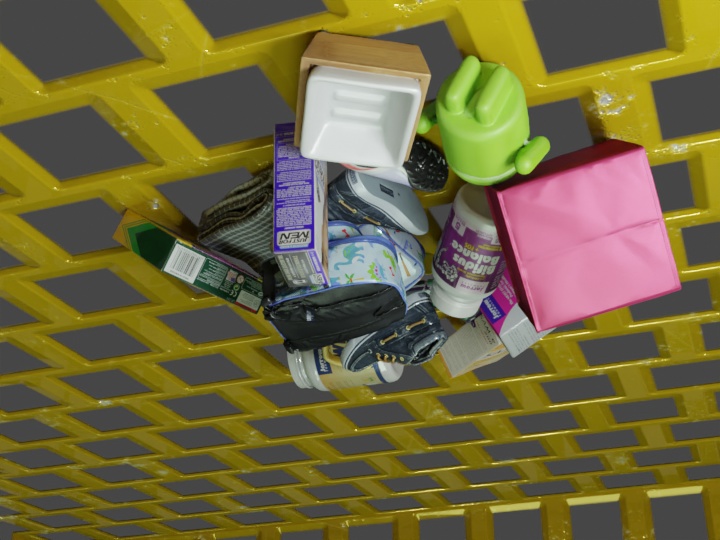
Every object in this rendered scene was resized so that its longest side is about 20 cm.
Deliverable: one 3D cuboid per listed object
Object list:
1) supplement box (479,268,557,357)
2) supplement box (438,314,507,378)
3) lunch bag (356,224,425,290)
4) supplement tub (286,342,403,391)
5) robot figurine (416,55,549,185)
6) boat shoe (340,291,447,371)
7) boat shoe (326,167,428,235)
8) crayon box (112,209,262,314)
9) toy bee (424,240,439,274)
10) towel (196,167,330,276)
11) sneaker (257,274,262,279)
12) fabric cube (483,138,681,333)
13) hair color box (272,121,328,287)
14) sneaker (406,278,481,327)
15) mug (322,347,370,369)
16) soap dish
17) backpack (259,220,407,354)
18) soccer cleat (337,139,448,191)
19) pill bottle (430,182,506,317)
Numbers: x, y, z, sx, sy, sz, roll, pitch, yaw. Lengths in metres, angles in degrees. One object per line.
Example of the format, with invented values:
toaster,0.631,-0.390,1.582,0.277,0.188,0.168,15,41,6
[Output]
supplement box,0.296,0.035,1.822,0.199,0.102,0.103,-37,148,3
supplement box,0.247,0.126,2.091,0.125,0.074,0.200,-17,164,-29
lunch bag,0.000,0.000,1.770,0.199,0.076,0.160,-37,117,26
supplement tub,-0.028,0.151,2.100,0.198,0.146,0.144,-10,154,17
robot figurine,0.159,-0.187,1.424,0.174,0.117,0.200,21,161,19
boat shoe,0.051,0.127,1.788,0.200,0.092,0.070,-42,149,28
boat shoe,0.017,-0.096,1.657,0.090,0.072,0.200,-24,147,29
crayon box,-0.266,-0.014,1.738,0.199,0.059,0.172,29,178,-42
toy bee,0.169,0.001,1.835,0.129,0.110,0.200,-10,153,14
towel,-0.140,-0.066,1.708,0.165,0.087,0.199,22,147,-38
sneaker,-0.121,0.017,1.829,0.076,0.115,0.200,48,175,-18
fabric cube,0.294,-0.051,1.498,0.197,0.202,0.196,-18,-171,2
hair color box,-0.081,-0.091,1.520,0.064,0.202,0.110,-4,155,7
sneaker,0.168,0.059,1.963,0.197,0.089,0.074,-4,172,7
mug,-0.015,0.071,1.909,0.151,0.189,0.149,9,173,-1
soap dish,-0.002,-0.214,1.393,0.155,0.082,0.200,7,155,-3
backpack,-0.038,0.015,1.623,0.197,0.149,0.183,-12,154,6
soccer cleat,0.040,-0.158,1.563,0.198,0.069,0.073,12,179,-37
pill bottle,0.173,-0.027,1.693,0.111,0.113,0.202,6,129,-14
